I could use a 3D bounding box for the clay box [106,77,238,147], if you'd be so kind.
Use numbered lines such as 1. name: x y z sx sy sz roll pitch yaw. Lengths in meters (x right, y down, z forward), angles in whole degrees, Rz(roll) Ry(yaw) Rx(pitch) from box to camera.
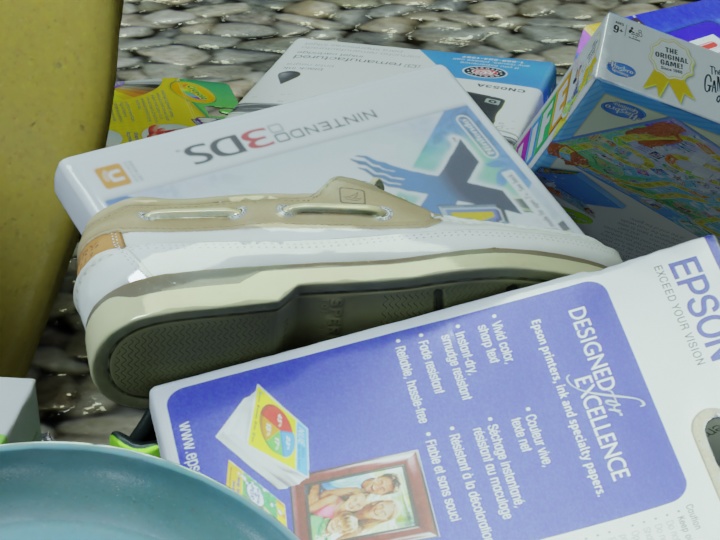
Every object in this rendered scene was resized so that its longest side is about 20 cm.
1. clay box: -0.159 -0.059 1.126 0.200 0.048 0.115 -4 24 -11

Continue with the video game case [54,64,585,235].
1. video game case: 0.009 0.009 0.807 0.182 0.022 0.200 -17 54 -29

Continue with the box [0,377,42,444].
1. box: -0.203 0.093 0.694 0.156 0.041 0.200 3 24 7

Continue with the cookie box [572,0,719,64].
1. cookie box: 0.227 -0.066 1.066 0.200 0.075 0.171 -15 47 -29

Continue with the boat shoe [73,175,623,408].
1. boat shoe: 0.000 0.000 0.745 0.200 0.075 0.068 0 47 -20

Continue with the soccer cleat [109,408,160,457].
1. soccer cleat: -0.041 0.054 0.837 0.067 0.081 0.200 9 26 18

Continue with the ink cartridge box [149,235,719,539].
1. ink cartridge box: 0.048 0.095 0.662 0.200 0.047 0.198 -14 49 -4

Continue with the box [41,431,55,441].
1. box: -0.154 0.130 0.713 0.160 0.044 0.200 -10 26 -19

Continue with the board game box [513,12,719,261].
1. board game box: 0.165 -0.024 0.885 0.200 0.134 0.034 20 58 -9

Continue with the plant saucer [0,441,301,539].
1. plant saucer: -0.085 0.145 0.572 0.200 0.201 0.027 2 -21 -6

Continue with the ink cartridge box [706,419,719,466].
1. ink cartridge box: 0.170 0.111 0.714 0.145 0.084 0.200 -16 29 -33

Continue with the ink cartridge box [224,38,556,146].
1. ink cartridge box: 0.009 -0.041 1.044 0.145 0.084 0.200 8 25 12

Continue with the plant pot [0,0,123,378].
1. plant pot: -0.196 -0.088 0.922 0.195 0.200 0.194 24 19 -14
